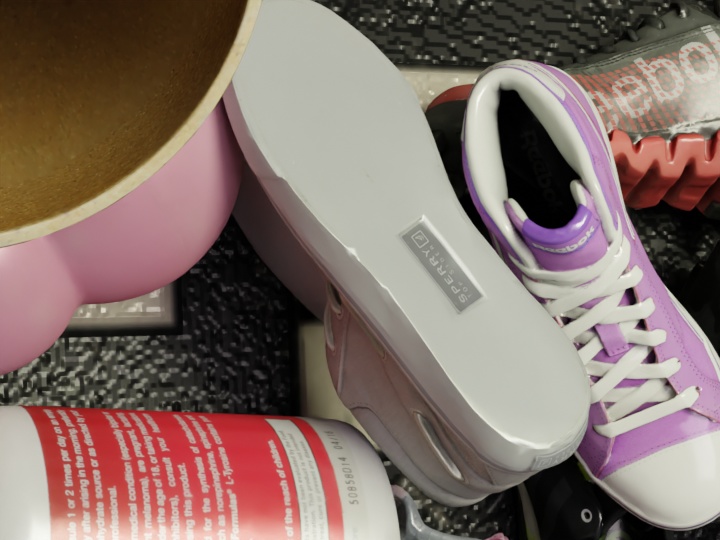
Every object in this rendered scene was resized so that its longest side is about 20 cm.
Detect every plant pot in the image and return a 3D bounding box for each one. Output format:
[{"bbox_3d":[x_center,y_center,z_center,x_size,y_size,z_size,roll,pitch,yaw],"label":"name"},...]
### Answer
[{"bbox_3d":[-0.138,-0.124,0.619,0.186,0.200,0.187,-5,109,-13],"label":"plant pot"}]

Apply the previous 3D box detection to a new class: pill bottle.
[{"bbox_3d":[-0.095,0.108,0.737,0.200,0.112,0.112,5,85,-24],"label":"pill bottle"}]

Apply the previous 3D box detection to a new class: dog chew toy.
[{"bbox_3d":[-0.142,-0.018,0.725,0.200,0.125,0.125,-38,102,-14],"label":"dog chew toy"}]

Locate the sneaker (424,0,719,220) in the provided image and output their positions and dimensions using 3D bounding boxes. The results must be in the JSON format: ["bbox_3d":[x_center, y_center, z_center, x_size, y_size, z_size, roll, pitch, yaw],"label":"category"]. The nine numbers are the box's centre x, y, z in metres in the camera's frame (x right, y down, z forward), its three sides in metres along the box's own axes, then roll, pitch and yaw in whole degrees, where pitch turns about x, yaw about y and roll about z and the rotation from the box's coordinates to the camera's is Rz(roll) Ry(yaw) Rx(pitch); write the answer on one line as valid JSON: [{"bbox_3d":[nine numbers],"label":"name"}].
[{"bbox_3d":[0.119,-0.072,0.873,0.200,0.071,0.098,2,68,-14],"label":"sneaker"}]

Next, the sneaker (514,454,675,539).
[{"bbox_3d":[0.105,0.084,0.846,0.072,0.083,0.200,-16,93,-25],"label":"sneaker"}]

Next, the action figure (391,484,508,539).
[{"bbox_3d":[0.071,0.152,0.768,0.149,0.200,0.134,2,82,2],"label":"action figure"}]

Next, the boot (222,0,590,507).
[{"bbox_3d":[0.000,0.000,0.735,0.074,0.096,0.200,-27,80,-31],"label":"boot"}]

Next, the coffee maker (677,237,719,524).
[{"bbox_3d":[0.236,0.078,0.872,0.200,0.135,0.192,13,92,-18],"label":"coffee maker"}]

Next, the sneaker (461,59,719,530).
[{"bbox_3d":[0.086,0.014,0.756,0.073,0.114,0.201,-26,88,9],"label":"sneaker"}]

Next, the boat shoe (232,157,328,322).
[{"bbox_3d":[-0.036,-0.074,0.798,0.065,0.074,0.200,-31,100,-19],"label":"boat shoe"}]
